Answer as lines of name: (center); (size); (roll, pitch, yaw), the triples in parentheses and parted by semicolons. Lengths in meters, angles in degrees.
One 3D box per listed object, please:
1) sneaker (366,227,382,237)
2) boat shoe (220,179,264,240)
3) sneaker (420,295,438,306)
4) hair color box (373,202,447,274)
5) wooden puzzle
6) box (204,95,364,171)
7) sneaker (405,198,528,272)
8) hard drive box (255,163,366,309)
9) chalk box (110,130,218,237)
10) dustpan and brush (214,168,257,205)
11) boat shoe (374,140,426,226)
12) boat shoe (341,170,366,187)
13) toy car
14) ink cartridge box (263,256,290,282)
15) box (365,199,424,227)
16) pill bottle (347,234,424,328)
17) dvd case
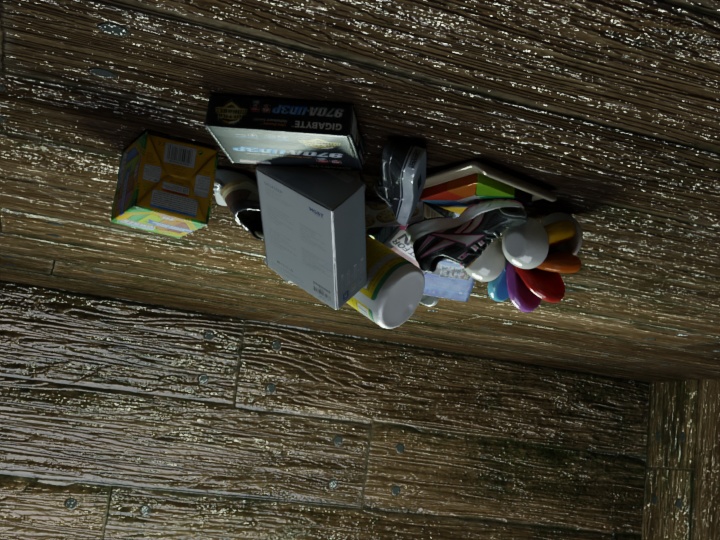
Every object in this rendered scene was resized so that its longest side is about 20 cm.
sneaker: (0.014, -0.094, 1.775); (0.076, 0.076, 0.199); (37, -168, 36)
boat shoe: (-0.156, -0.081, 1.630); (0.071, 0.065, 0.200); (-26, 148, 19)
sneaker: (0.123, -0.008, 1.922); (0.098, 0.071, 0.201); (3, -142, -37)
hair color box: (0.069, -0.026, 1.719); (0.099, 0.061, 0.200); (31, 123, -17)
wooden puzzle: (0.181, -0.120, 1.568); (0.184, 0.038, 0.199); (15, 167, -39)
box: (-0.099, -0.187, 1.366); (0.197, 0.047, 0.159); (5, 169, 6)
sneaker: (0.175, -0.048, 1.578); (0.198, 0.087, 0.080); (-17, 162, 21)
hard drive box: (-0.071, -0.064, 1.494); (0.155, 0.077, 0.201); (30, 142, 28)
chalk box: (-0.323, -0.129, 1.593); (0.123, 0.125, 0.200); (12, 168, -25)
dustpan and brush: (-0.232, -0.139, 1.657); (0.138, 0.058, 0.200); (7, 167, -2)
boat shoe: (0.055, -0.131, 1.477); (0.067, 0.074, 0.200); (23, 165, 9)
boat shoe: (-0.058, -0.135, 1.557); (0.060, 0.073, 0.200); (14, 173, -44)
toy car: (0.281, -0.008, 1.667); (0.199, 0.152, 0.174); (-19, 175, 43)
ink cartridge box: (-0.085, -0.039, 1.838); (0.068, 0.116, 0.200); (38, -169, 18)
box: (0.005, -0.091, 1.612); (0.197, 0.042, 0.039); (-3, -164, 1)
pill bottle: (0.000, 0.000, 1.623); (0.199, 0.114, 0.112); (33, -175, 33)
dvd case: (0.152, -0.032, 1.767); (0.141, 0.018, 0.201); (10, 129, -8)
